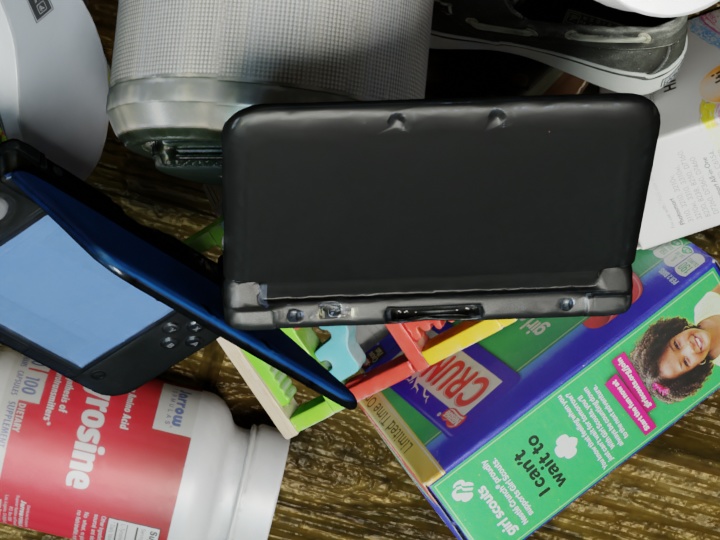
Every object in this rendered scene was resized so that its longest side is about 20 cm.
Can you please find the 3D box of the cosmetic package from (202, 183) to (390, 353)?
[{"bbox_3d":[0.002,-0.005,1.239,0.082,0.051,0.200,-41,114,6],"label":"cosmetic package"}]

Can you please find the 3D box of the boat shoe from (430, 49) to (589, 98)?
[{"bbox_3d":[0.071,-0.066,1.173,0.200,0.076,0.074,-44,122,13],"label":"boat shoe"}]

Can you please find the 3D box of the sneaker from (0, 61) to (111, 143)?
[{"bbox_3d":[-0.213,-0.056,1.214,0.078,0.091,0.200,33,122,-15],"label":"sneaker"}]

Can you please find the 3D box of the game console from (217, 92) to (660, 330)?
[{"bbox_3d":[0.030,-0.036,0.996,0.198,0.176,0.118,-2,102,-5],"label":"game console"}]

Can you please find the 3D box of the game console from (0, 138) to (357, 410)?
[{"bbox_3d":[-0.130,0.030,1.064,0.170,0.119,0.200,-31,139,24],"label":"game console"}]

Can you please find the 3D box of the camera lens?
[{"bbox_3d":[-0.041,-0.145,1.035,0.158,0.160,0.202,6,86,2],"label":"camera lens"}]

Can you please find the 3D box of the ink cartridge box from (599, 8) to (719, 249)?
[{"bbox_3d":[0.196,-0.086,1.130,0.199,0.116,0.068,-19,121,19],"label":"ink cartridge box"}]

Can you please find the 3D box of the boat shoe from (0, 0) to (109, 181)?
[{"bbox_3d":[-0.191,-0.134,1.079,0.066,0.070,0.201,18,139,37],"label":"boat shoe"}]

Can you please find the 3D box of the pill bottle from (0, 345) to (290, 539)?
[{"bbox_3d":[-0.151,0.123,1.325,0.198,0.113,0.113,13,127,-4],"label":"pill bottle"}]

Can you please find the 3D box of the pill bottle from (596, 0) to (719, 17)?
[{"bbox_3d":[0.135,-0.190,0.996,0.110,0.200,0.112,-1,114,-1],"label":"pill bottle"}]

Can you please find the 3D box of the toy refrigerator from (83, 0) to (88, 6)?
[{"bbox_3d":[-0.253,-0.155,1.155,0.198,0.076,0.070,-15,123,17],"label":"toy refrigerator"}]

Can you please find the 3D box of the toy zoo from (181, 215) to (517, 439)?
[{"bbox_3d":[0.000,0.000,1.139,0.199,0.020,0.132,-28,102,29],"label":"toy zoo"}]

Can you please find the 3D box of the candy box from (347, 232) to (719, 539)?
[{"bbox_3d":[0.103,0.052,1.166,0.200,0.169,0.077,-39,116,-2],"label":"candy box"}]

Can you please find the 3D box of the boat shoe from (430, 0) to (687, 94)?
[{"bbox_3d":[0.080,-0.154,1.098,0.198,0.071,0.064,15,158,11],"label":"boat shoe"}]
